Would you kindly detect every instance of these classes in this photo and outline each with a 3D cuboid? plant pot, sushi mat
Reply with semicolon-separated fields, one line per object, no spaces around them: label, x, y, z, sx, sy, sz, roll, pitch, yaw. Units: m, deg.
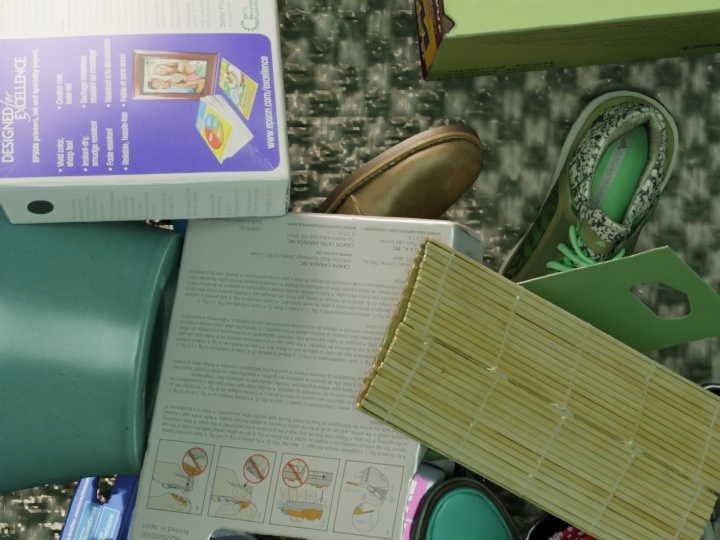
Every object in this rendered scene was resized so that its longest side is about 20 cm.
plant pot;-0.193;0.031;1.389;0.187;0.200;0.201;7;88;7
sushi mat;0.098;0.071;1.296;0.199;0.012;0.096;29;74;-16

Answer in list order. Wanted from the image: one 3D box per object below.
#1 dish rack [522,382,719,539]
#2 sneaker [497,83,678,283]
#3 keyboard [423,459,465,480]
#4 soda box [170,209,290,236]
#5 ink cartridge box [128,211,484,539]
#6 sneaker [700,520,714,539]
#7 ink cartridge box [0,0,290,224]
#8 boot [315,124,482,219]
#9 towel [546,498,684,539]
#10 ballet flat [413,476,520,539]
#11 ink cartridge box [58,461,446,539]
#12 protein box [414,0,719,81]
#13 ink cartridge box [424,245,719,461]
dish rack;0.205;0.182;1.477;0.153;0.055;0.200;-39;89;-2
sneaker;0.125;-0.014;1.466;0.077;0.089;0.201;19;88;0
keyboard;-0.008;0.158;1.492;0.126;0.021;0.201;8;87;-2
soda box;-0.097;-0.114;1.478;0.068;0.064;0.201;-15;89;-2
ink cartridge box;-0.029;0.070;1.331;0.160;0.050;0.201;4;80;27
sneaker;0.161;0.180;1.400;0.078;0.099;0.201;-12;90;-3
ink cartridge box;-0.141;-0.113;1.370;0.199;0.043;0.199;0;53;-7
boot;0.000;0.000;1.459;0.200;0.074;0.076;-40;53;5
towel;0.122;0.214;1.379;0.200;0.022;0.145;-37;98;31
ballet flat;0.071;0.211;1.464;0.067;0.064;0.201;-19;96;-8
ink cartridge box;-0.064;0.138;1.462;0.199;0.042;0.120;19;87;1
protein box;0.128;-0.190;1.417;0.198;0.200;0.136;-6;88;-1
ink cartridge box;0.095;0.049;1.383;0.199;0.145;0.048;-11;67;23
